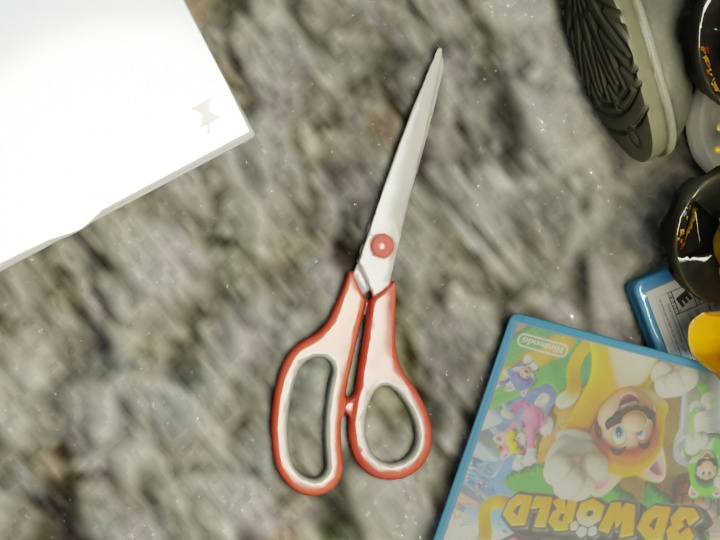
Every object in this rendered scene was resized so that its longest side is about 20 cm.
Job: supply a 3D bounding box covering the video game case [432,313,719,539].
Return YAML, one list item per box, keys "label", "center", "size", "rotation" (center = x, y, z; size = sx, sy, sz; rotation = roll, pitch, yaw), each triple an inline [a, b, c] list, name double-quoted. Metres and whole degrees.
- label: "video game case"
  center: [0.096, 0.129, 1.044]
  size: [0.143, 0.018, 0.201]
  rotation: [15, 80, 30]

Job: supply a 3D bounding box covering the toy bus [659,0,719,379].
- label: "toy bus"
  center: [0.236, -0.047, 1.005]
  size: [0.191, 0.136, 0.201]
  rotation: [3, 99, -21]

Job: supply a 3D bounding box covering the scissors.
- label: "scissors"
  center: [0.000, 0.000, 1.079]
  size: [0.073, 0.014, 0.201]
  rotation: [3, 92, -9]

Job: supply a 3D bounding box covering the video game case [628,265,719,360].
- label: "video game case"
  center: [0.237, 0.035, 1.116]
  size: [0.199, 0.018, 0.144]
  rotation: [-22, 95, -10]

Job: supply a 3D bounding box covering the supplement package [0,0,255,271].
- label: "supplement package"
  center: [-0.153, -0.081, 0.953]
  size: [0.151, 0.200, 0.151]
  rotation: [-28, 96, -9]

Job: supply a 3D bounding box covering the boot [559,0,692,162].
- label: "boot"
  center: [0.185, -0.156, 1.084]
  size: [0.199, 0.073, 0.183]
  rotation: [-13, 88, -16]

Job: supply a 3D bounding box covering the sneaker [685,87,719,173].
- label: "sneaker"
  center: [0.241, -0.098, 1.089]
  size: [0.199, 0.085, 0.073]
  rotation: [-25, 97, -8]
